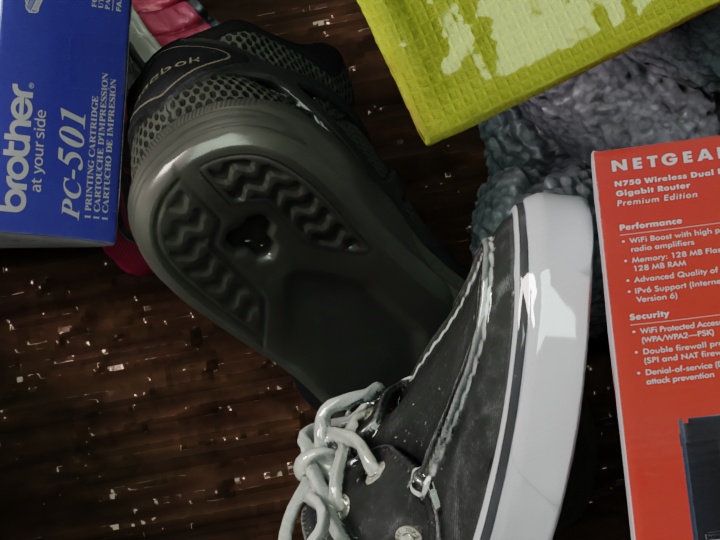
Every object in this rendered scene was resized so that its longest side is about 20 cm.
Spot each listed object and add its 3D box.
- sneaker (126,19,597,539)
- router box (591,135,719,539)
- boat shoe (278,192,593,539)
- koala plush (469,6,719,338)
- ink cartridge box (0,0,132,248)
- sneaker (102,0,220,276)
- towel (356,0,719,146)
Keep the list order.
[{"bbox_3d":[0.000,0.000,0.763,0.076,0.199,0.114,-36,36,14],"label":"sneaker"},{"bbox_3d":[0.097,0.096,0.662,0.049,0.200,0.180,-7,52,6],"label":"router box"},{"bbox_3d":[0.012,0.066,0.702,0.068,0.074,0.200,12,121,-5],"label":"boat shoe"},{"bbox_3d":[0.090,-0.101,0.737,0.177,0.200,0.185,-19,75,4],"label":"koala plush"},{"bbox_3d":[-0.138,-0.054,0.770,0.200,0.044,0.095,0,85,53],"label":"ink cartridge box"},{"bbox_3d":[-0.104,-0.088,0.826,0.075,0.081,0.200,-42,75,-1],"label":"sneaker"},{"bbox_3d":[0.088,-0.111,0.636,0.199,0.018,0.086,-26,94,0],"label":"towel"}]
